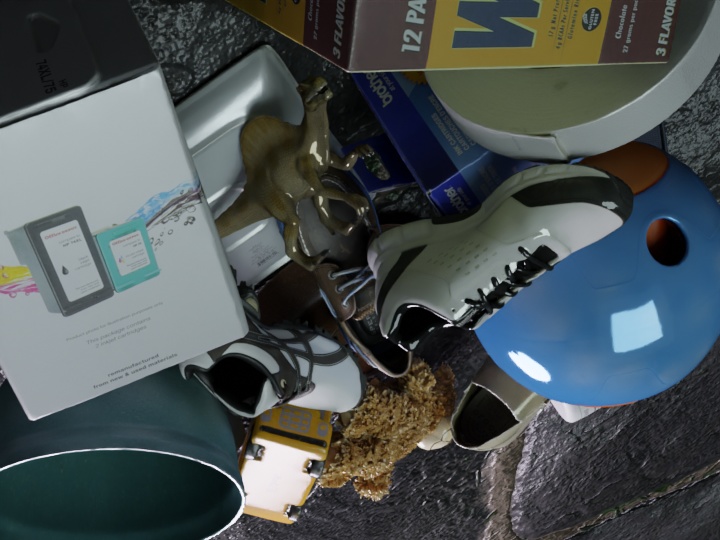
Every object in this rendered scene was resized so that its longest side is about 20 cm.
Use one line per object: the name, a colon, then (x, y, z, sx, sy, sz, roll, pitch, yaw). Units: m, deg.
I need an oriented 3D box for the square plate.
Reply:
square plate: (-0.101, -0.044, 0.915, 0.199, 0.029, 0.198, -34, 142, 4)

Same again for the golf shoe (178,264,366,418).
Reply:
golf shoe: (-0.070, 0.078, 0.919, 0.077, 0.095, 0.199, -30, 136, 29)

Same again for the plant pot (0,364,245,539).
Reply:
plant pot: (-0.187, 0.115, 0.926, 0.198, 0.135, 0.201, -5, 147, -3)

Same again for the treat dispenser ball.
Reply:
treat dispenser ball: (0.173, 0.000, 0.925, 0.199, 0.202, 0.202, -18, 141, -15)

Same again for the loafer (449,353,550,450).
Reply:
loafer: (0.143, 0.095, 1.111, 0.068, 0.076, 0.201, -28, 152, -52)

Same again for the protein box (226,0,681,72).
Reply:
protein box: (0.041, -0.199, 0.670, 0.198, 0.198, 0.136, -7, 116, -28)

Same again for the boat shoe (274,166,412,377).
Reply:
boat shoe: (0.000, 0.000, 0.931, 0.072, 0.072, 0.201, -33, 132, -5)

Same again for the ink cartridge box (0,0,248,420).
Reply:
ink cartridge box: (-0.173, -0.050, 0.738, 0.145, 0.147, 0.201, -21, 133, -9)

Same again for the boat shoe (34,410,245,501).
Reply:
boat shoe: (-0.195, 0.156, 1.051, 0.198, 0.071, 0.064, -10, 152, -26)

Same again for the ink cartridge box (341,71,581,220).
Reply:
ink cartridge box: (0.085, -0.117, 0.868, 0.199, 0.137, 0.076, -36, 142, 7)

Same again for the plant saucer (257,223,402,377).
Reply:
plant saucer: (-0.008, 0.042, 1.056, 0.199, 0.035, 0.201, -22, 148, -15)

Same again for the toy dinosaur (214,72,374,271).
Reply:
toy dinosaur: (-0.049, -0.054, 0.850, 0.200, 0.101, 0.058, -46, 179, 39)

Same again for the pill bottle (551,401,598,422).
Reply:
pill bottle: (0.256, 0.049, 1.190, 0.199, 0.113, 0.113, -29, 143, -1)

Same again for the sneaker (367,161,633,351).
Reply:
sneaker: (0.089, -0.004, 0.805, 0.199, 0.081, 0.073, -25, 140, 37)

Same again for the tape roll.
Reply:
tape roll: (0.133, -0.163, 0.796, 0.202, 0.203, 0.037, -36, 143, 7)

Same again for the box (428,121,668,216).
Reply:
box: (0.163, -0.060, 1.056, 0.199, 0.051, 0.158, -29, 142, -2)

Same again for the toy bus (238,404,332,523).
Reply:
toy bus: (-0.068, 0.158, 1.074, 0.065, 0.079, 0.200, 16, 148, -4)

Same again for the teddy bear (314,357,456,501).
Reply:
teddy bear: (0.030, 0.141, 1.122, 0.146, 0.066, 0.200, -65, 154, -3)
